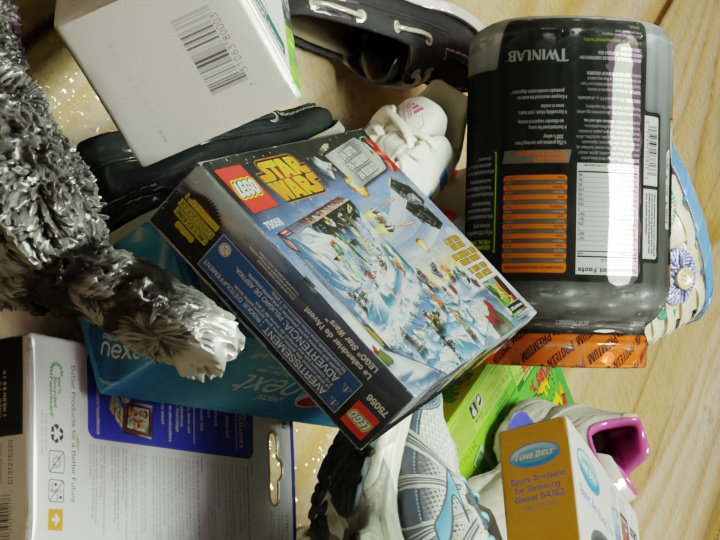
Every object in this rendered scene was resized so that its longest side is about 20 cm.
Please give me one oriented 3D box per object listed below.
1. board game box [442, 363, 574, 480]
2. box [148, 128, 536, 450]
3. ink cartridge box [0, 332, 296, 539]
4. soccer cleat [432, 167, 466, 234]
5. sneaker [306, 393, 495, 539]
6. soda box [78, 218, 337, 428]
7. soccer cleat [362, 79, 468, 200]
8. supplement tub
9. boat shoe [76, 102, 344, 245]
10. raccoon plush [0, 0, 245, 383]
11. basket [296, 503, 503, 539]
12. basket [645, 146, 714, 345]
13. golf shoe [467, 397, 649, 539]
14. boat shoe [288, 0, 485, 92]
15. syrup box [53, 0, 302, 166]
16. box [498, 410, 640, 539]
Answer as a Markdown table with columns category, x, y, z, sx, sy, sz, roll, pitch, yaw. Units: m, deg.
| category | x | y | z | sx | sy | sz | roll | pitch | yaw |
| --- | --- | --- | --- | --- | --- | --- | --- | --- | --- |
| board game box | 0.074 | 0.110 | 1.074 | 0.200 | 0.048 | 0.102 | -49 | 124 | -51 |
| box | 0.000 | 0.000 | 0.793 | 0.137 | 0.040 | 0.200 | 48 | 21 | 8 |
| ink cartridge box | -0.100 | 0.091 | 0.810 | 0.200 | 0.037 | 0.095 | 16 | 68 | -53 |
| soccer cleat | 0.047 | 0.007 | 1.045 | 0.200 | 0.069 | 0.078 | -55 | 133 | -40 |
| sneaker | 0.025 | 0.128 | 0.782 | 0.086 | 0.078 | 0.200 | 25 | 41 | -15 |
| soda box | -0.047 | 0.029 | 0.825 | 0.200 | 0.068 | 0.064 | 17 | 48 | -55 |
| soccer cleat | 0.007 | -0.056 | 0.963 | 0.070 | 0.086 | 0.200 | 33 | 32 | 5 |
| supplement tub | 0.122 | -0.043 | 0.989 | 0.123 | 0.122 | 0.200 | 4 | 88 | -58 |
| boat shoe | -0.078 | -0.065 | 0.854 | 0.199 | 0.074 | 0.066 | -33 | 94 | -51 |
| raccoon plush | -0.132 | -0.045 | 0.712 | 0.200 | 0.097 | 0.134 | 34 | 51 | -21 |
| basket | -0.005 | 0.223 | 0.845 | 0.200 | 0.123 | 0.136 | -43 | 119 | -53 |
| basket | 0.181 | -0.027 | 1.193 | 0.200 | 0.139 | 0.176 | -46 | 120 | -53 |
| golf shoe | 0.109 | 0.143 | 0.990 | 0.200 | 0.091 | 0.075 | -57 | 131 | -45 |
| boat shoe | 0.014 | -0.142 | 1.018 | 0.200 | 0.074 | 0.060 | 27 | 60 | -49 |
| syrup box | -0.085 | -0.141 | 0.780 | 0.200 | 0.081 | 0.079 | -98 | 163 | -56 |
| box | 0.107 | 0.164 | 0.797 | 0.119 | 0.041 | 0.200 | 51 | 32 | -50 |
